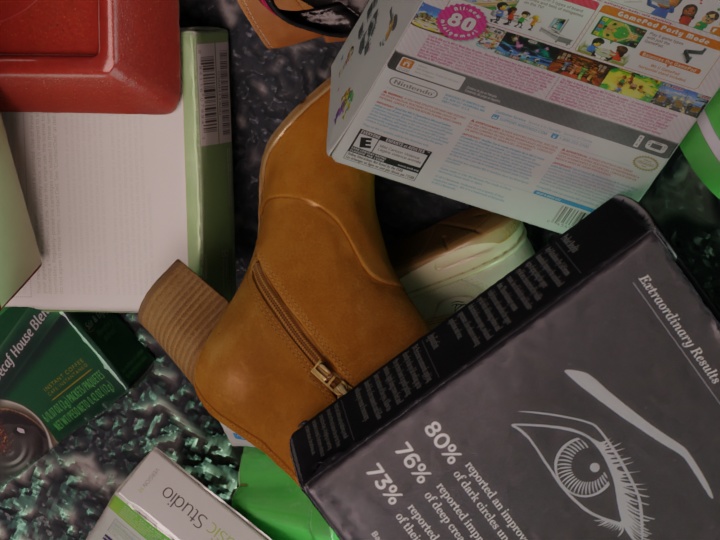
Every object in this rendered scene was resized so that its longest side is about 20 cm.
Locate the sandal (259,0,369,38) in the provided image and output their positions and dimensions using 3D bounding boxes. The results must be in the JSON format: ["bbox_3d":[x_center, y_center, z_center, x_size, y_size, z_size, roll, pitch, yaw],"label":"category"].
[{"bbox_3d":[-0.014,-0.140,1.401,0.200,0.045,0.075,32,132,-6],"label":"sandal"}]

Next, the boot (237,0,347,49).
[{"bbox_3d":[-0.010,-0.202,1.430,0.154,0.074,0.201,-10,108,25],"label":"boot"}]

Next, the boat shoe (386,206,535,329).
[{"bbox_3d":[0.007,0.032,1.527,0.200,0.074,0.069,-22,105,30],"label":"boat shoe"}]

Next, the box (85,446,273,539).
[{"bbox_3d":[-0.073,0.163,1.564,0.144,0.200,0.036,39,76,0],"label":"box"}]

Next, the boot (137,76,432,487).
[{"bbox_3d":[-0.001,0.000,1.456,0.144,0.071,0.201,39,85,27],"label":"boot"}]

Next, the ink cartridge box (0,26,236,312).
[{"bbox_3d":[-0.165,-0.052,1.547,0.199,0.048,0.146,1,97,21],"label":"ink cartridge box"}]

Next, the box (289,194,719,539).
[{"bbox_3d":[0.089,0.085,1.358,0.200,0.104,0.148,-35,101,2],"label":"box"}]

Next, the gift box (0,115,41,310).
[{"bbox_3d":[-0.273,-0.042,1.437,0.184,0.200,0.187,-6,112,17],"label":"gift box"}]

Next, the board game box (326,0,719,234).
[{"bbox_3d":[0.089,-0.113,1.351,0.147,0.064,0.200,17,138,-16],"label":"board game box"}]

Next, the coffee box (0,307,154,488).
[{"bbox_3d":[-0.221,0.012,1.617,0.123,0.044,0.200,-35,98,28],"label":"coffee box"}]

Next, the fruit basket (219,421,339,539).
[{"bbox_3d":[0.043,0.118,1.521,0.199,0.094,0.185,-2,151,14],"label":"fruit basket"}]

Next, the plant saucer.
[{"bbox_3d":[-0.190,-0.178,1.497,0.199,0.037,0.201,2,99,19],"label":"plant saucer"}]

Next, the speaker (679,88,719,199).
[{"bbox_3d":[0.241,-0.106,1.375,0.200,0.088,0.089,-30,100,28],"label":"speaker"}]
